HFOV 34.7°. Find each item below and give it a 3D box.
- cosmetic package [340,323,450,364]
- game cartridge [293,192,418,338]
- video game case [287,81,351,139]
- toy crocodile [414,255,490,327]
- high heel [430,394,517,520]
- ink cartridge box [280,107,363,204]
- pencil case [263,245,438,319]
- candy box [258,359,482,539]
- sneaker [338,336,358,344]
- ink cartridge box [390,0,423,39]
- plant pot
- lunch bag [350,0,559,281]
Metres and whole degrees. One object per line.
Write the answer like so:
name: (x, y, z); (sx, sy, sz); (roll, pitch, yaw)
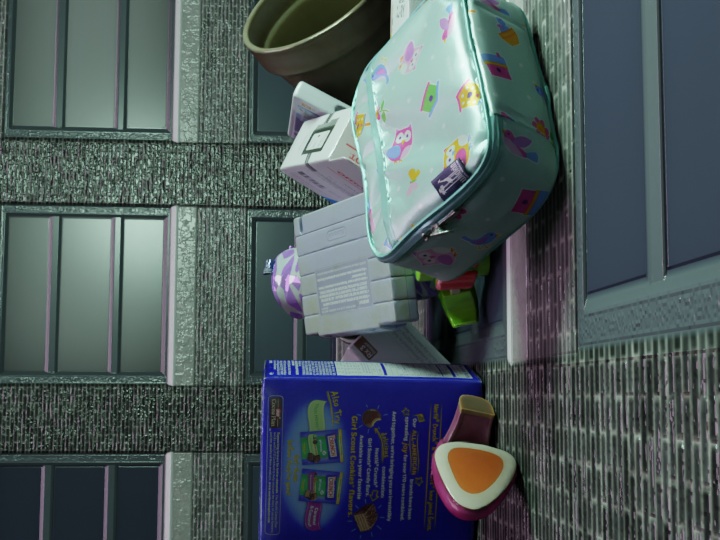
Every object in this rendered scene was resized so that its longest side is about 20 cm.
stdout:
cosmetic package: (0.035, 0.111, 1.253); (0.102, 0.074, 0.200); (46, 166, 4)
game cartridge: (-0.007, -0.003, 1.112); (0.200, 0.038, 0.130); (-13, 87, 63)
video game case: (0.002, -0.143, 1.328); (0.023, 0.182, 0.200); (-63, 2, -7)
toy crocodile: (0.085, -0.031, 0.983); (0.200, 0.067, 0.062); (93, 170, -47)
high heel: (0.085, 0.179, 0.932); (0.200, 0.067, 0.096); (-54, -23, -73)
ink cartridge box: (0.006, -0.110, 1.209); (0.068, 0.116, 0.200); (-62, 20, -9)
pencil case: (0.000, 0.000, 1.230); (0.084, 0.200, 0.086); (49, -136, -42)
candy box: (0.007, 0.172, 1.072); (0.077, 0.199, 0.170); (-108, 21, -79)
sneaker: (0.024, -0.005, 1.336); (0.200, 0.074, 0.089); (-59, -12, -9)
ink cartridge box: (0.072, -0.192, 1.045); (0.145, 0.083, 0.201); (-110, 21, -78)
plant pot: (-0.007, -0.252, 1.319); (0.174, 0.200, 0.200); (54, -161, -35)
lunch bag: (0.061, -0.099, 0.847); (0.160, 0.077, 0.200); (-39, 43, 40)
